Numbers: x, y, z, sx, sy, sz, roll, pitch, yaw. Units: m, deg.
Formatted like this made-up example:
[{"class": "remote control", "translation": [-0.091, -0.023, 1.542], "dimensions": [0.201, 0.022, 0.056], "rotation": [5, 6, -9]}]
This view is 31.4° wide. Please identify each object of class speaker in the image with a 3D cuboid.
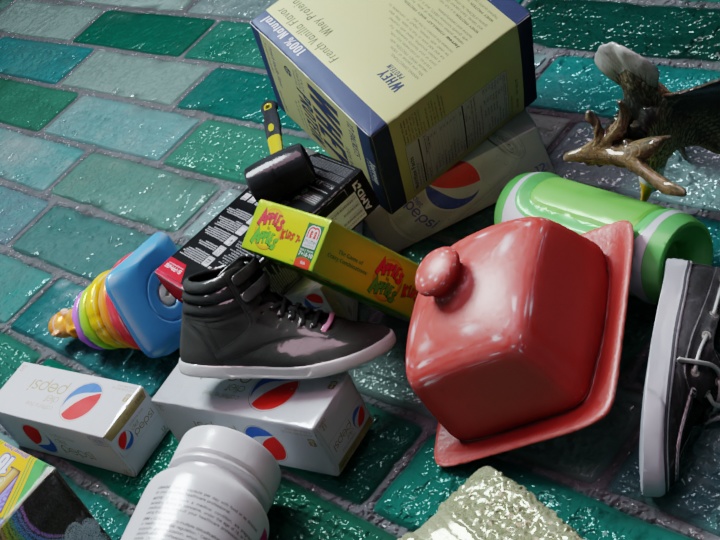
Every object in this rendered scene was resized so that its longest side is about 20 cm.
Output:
[{"class": "speaker", "translation": [0.212, -0.031, 1.140], "dimensions": [0.088, 0.089, 0.199], "rotation": [-44, 37, -19]}]

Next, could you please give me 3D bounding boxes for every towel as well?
[{"class": "towel", "translation": [0.103, 0.232, 0.942], "dimensions": [0.148, 0.037, 0.200], "rotation": [-38, 36, -12]}]

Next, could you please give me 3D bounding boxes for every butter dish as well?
[{"class": "butter dish", "translation": [0.106, 0.034, 1.043], "dimensions": [0.199, 0.147, 0.202], "rotation": [-26, 39, 44]}]

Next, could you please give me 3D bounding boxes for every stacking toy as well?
[{"class": "stacking toy", "translation": [-0.275, 0.047, 1.401], "dimensions": [0.198, 0.111, 0.116], "rotation": [-16, 21, 37]}]

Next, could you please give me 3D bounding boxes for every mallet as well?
[{"class": "mallet", "translation": [-0.095, -0.125, 1.295], "dimensions": [0.065, 0.041, 0.200], "rotation": [-28, 28, 0]}]

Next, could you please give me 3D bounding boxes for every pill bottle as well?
[{"class": "pill bottle", "translation": [-0.141, 0.235, 1.049], "dimensions": [0.112, 0.114, 0.201], "rotation": [-6, 42, 30]}]

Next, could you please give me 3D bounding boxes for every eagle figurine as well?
[{"class": "eagle figurine", "translation": [0.276, -0.129, 1.138], "dimensions": [0.199, 0.153, 0.151], "rotation": [-24, -16, -34]}]

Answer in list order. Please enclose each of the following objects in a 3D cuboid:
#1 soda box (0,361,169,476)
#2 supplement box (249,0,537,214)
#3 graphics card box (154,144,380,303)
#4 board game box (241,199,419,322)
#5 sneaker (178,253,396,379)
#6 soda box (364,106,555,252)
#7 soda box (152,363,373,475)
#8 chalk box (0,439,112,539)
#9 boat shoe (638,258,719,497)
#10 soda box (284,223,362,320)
[{"class": "soda box", "translation": [-0.289, 0.149, 1.304], "dimensions": [0.198, 0.064, 0.068], "rotation": [6, 49, 40]}, {"class": "supplement box", "translation": [0.036, -0.207, 1.270], "dimensions": [0.199, 0.135, 0.200], "rotation": [-38, 60, -12]}, {"class": "graphics card box", "translation": [-0.091, -0.033, 1.245], "dimensions": [0.200, 0.051, 0.125], "rotation": [-45, 35, -16]}, {"class": "board game box", "translation": [0.000, 0.000, 1.157], "dimensions": [0.101, 0.199, 0.048], "rotation": [18, 84, 46]}, {"class": "sneaker", "translation": [-0.070, 0.037, 1.114], "dimensions": [0.197, 0.100, 0.071], "rotation": [-3, 16, 12]}, {"class": "soda box", "translation": [0.095, -0.096, 1.321], "dimensions": [0.198, 0.064, 0.069], "rotation": [-26, 36, 7]}, {"class": "soda box", "translation": [-0.091, 0.127, 1.166], "dimensions": [0.198, 0.064, 0.068], "rotation": [4, 45, 38]}, {"class": "chalk box", "translation": [-0.341, 0.270, 1.142], "dimensions": [0.123, 0.125, 0.200], "rotation": [15, 54, 45]}, {"class": "boat shoe", "translation": [0.255, 0.083, 0.985], "dimensions": [0.067, 0.074, 0.201], "rotation": [8, 54, 16]}, {"class": "soda box", "translation": [-0.041, -0.021, 1.312], "dimensions": [0.063, 0.068, 0.201], "rotation": [-18, 37, 18]}]
